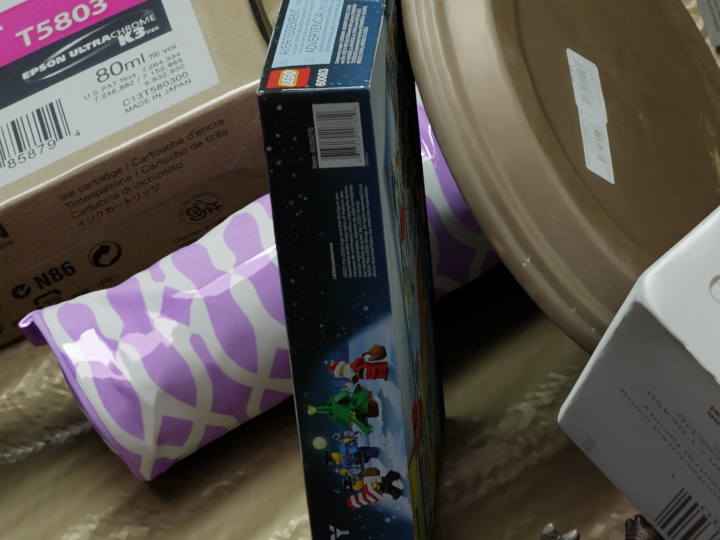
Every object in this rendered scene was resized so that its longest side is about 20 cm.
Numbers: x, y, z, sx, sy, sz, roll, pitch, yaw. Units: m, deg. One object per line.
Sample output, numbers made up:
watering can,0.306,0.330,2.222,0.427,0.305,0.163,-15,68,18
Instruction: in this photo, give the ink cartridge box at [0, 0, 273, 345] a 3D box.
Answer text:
ink cartridge box,-0.130,-0.067,1.220,0.200,0.075,0.165,-26,45,3

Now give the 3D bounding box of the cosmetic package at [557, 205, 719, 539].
cosmetic package,0.194,0.023,0.877,0.200,0.166,0.167,-41,80,-14

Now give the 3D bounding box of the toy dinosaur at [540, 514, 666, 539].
toy dinosaur,0.057,0.137,0.946,0.200,0.077,0.102,11,42,27

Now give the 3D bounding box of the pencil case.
pencil case,-0.029,-0.001,1.103,0.200,0.084,0.086,-32,64,-5

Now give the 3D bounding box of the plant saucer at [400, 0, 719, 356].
plant saucer,0.086,-0.056,1.021,0.029,0.200,0.200,-26,40,31

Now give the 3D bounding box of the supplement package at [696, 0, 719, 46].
supplement package,0.158,-0.225,1.169,0.111,0.156,0.200,-18,44,8

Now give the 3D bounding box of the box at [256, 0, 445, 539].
box,0.000,0.000,0.983,0.038,0.200,0.137,-3,27,6
